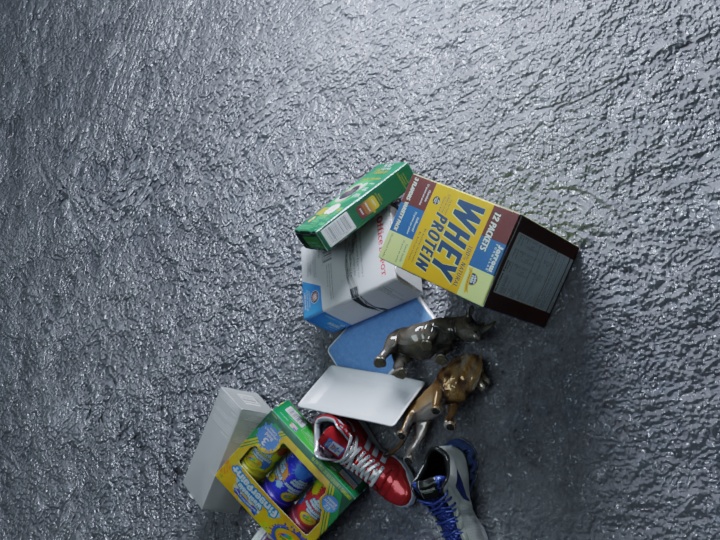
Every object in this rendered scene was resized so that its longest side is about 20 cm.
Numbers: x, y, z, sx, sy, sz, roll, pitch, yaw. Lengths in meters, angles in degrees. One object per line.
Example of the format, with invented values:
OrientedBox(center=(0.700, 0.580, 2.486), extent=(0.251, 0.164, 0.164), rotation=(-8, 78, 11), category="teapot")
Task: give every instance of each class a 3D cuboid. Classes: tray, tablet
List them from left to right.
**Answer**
OrientedBox(center=(0.002, 0.209, 1.400), extent=(0.199, 0.022, 0.107), rotation=(5, 37, 37), category="tray")
OrientedBox(center=(0.035, 0.114, 1.450), extent=(0.200, 0.014, 0.130), rotation=(-48, 55, 17), category="tablet")

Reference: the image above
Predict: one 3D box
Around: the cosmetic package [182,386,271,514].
OrientedBox(center=(-0.238, 0.327, 1.548), extent=(0.107, 0.090, 0.202), rotation=(31, 102, 54), category="cosmetic package")

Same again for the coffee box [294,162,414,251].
OrientedBox(center=(-0.007, -0.108, 1.425), extent=(0.200, 0.044, 0.123), rotation=(-39, 16, -15), category="coffee box")

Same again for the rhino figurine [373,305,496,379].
OrientedBox(center=(0.120, 0.107, 1.338), extent=(0.199, 0.088, 0.060), rotation=(-21, 111, 25), category="rhino figurine")

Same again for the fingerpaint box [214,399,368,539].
OrientedBox(center=(-0.116, 0.350, 1.423), extent=(0.200, 0.073, 0.167), rotation=(45, 108, 10), category="fingerpaint box")

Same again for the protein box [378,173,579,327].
OrientedBox(center=(0.176, -0.027, 1.257), extent=(0.198, 0.199, 0.136), rotation=(26, 95, 38), category="protein box")

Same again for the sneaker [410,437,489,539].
OrientedBox(center=(0.123, 0.348, 1.260), extent=(0.080, 0.115, 0.201), rotation=(-19, 68, 33), category="sneaker")

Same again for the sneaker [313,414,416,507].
OrientedBox(center=(0.000, 0.303, 1.366), extent=(0.200, 0.112, 0.072), rotation=(42, 105, 36), category="sneaker")

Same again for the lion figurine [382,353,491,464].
OrientedBox(center=(0.112, 0.210, 1.326), extent=(0.200, 0.072, 0.123), rotation=(-37, 18, 34), category="lion figurine")

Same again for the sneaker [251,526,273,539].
OrientedBox(center=(-0.156, 0.532, 1.470), extent=(0.114, 0.073, 0.202), rotation=(26, 90, 19), category="sneaker")

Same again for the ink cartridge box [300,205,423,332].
OrientedBox(center=(0.000, 0.000, 1.447), extent=(0.199, 0.084, 0.146), rotation=(-24, 55, 31), category="ink cartridge box")
